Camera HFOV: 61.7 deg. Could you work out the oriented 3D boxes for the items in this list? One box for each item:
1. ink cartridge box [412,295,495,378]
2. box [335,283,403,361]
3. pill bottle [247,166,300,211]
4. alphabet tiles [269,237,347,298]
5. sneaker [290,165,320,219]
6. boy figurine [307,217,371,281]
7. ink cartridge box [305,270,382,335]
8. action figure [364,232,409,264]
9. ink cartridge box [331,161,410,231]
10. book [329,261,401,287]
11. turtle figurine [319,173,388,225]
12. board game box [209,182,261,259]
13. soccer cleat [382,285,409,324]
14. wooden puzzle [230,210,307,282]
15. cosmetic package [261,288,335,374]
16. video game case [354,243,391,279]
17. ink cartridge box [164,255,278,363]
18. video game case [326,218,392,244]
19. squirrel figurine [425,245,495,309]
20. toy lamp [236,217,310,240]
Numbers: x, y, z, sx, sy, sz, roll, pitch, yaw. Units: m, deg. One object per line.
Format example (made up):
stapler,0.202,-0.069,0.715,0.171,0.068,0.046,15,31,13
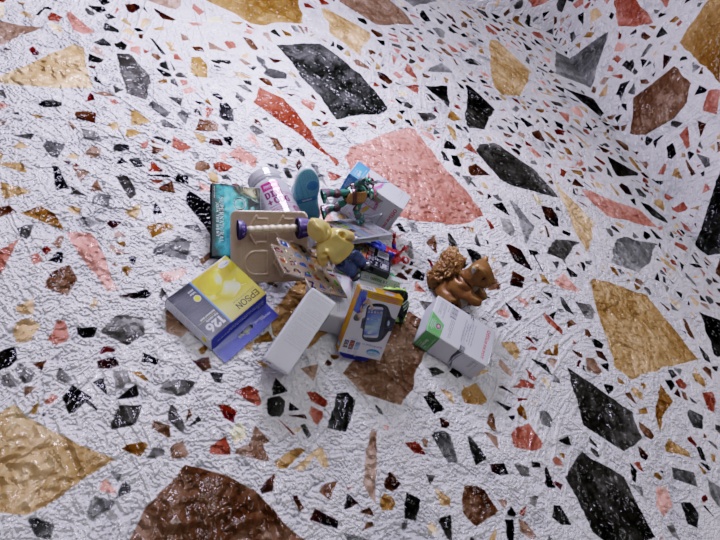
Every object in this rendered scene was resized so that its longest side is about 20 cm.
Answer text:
ink cartridge box,0.266,0.189,1.696,0.200,0.084,0.146,32,44,-3
box,0.018,0.141,1.514,0.119,0.200,0.041,14,14,-18
pill bottle,-0.240,-0.186,1.689,0.113,0.113,0.200,-8,58,-36
alphabet tiles,-0.133,-0.008,1.504,0.200,0.008,0.167,16,35,-46
sneaker,-0.166,-0.245,1.742,0.079,0.200,0.131,-10,48,-13
boy figurine,-0.066,-0.055,1.530,0.200,0.124,0.064,41,0,-24
ink cartridge box,-0.043,0.093,1.590,0.200,0.088,0.146,16,47,-18
action figure,0.071,-0.087,1.806,0.200,0.099,0.065,30,36,-10
ink cartridge box,0.032,-0.213,1.853,0.200,0.145,0.085,33,42,-3
book,0.000,0.000,1.679,0.200,0.048,0.134,17,11,-22
turtle figurine,-0.016,-0.207,1.741,0.200,0.150,0.101,-10,30,-12
board game box,-0.328,-0.127,1.590,0.135,0.028,0.201,3,76,-26
soccer cleat,0.097,0.094,1.611,0.067,0.200,0.081,2,73,14
wooden puzzle,-0.239,-0.062,1.568,0.200,0.046,0.186,-1,96,-22
cosmetic package,-0.146,0.144,1.414,0.074,0.102,0.200,34,75,-5
video game case,0.000,-0.044,1.697,0.180,0.026,0.200,23,16,-2
ink cartridge box,-0.325,0.088,1.444,0.200,0.047,0.198,40,49,7
video game case,-0.028,-0.113,1.728,0.200,0.018,0.143,-10,31,-40
squirrel figurine,0.297,0.020,1.784,0.141,0.187,0.200,-28,71,-43
toy lamp,-0.210,-0.106,1.521,0.200,0.058,0.058,-2,54,-19
